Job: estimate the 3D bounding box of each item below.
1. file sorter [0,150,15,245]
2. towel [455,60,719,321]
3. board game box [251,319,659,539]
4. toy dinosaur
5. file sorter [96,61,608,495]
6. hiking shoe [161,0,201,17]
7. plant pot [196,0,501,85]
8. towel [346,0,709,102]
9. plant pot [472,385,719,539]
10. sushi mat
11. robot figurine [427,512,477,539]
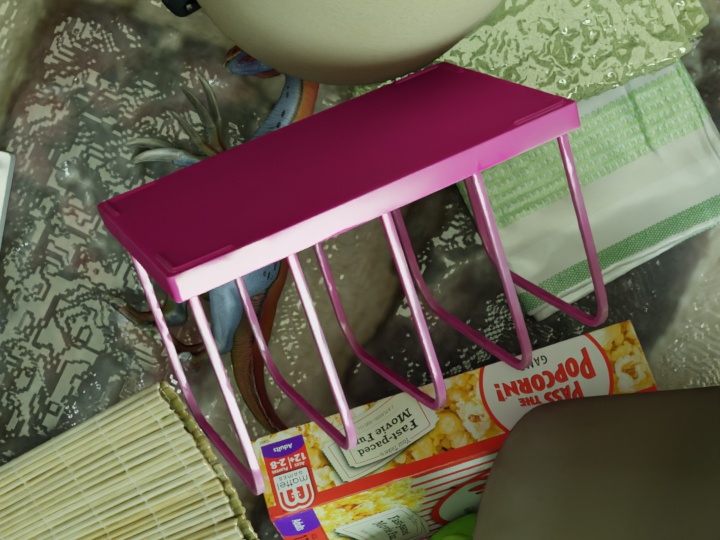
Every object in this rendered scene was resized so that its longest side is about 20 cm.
[{"bbox_3d":[-0.279,0.022,0.756,0.138,0.125,0.201,10,93,-3],"label":"file sorter"},{"bbox_3d":[0.117,-0.090,0.810,0.149,0.031,0.200,-28,94,-1],"label":"towel"},{"bbox_3d":[0.054,0.102,0.759,0.199,0.152,0.046,-18,64,0],"label":"board game box"},{"bbox_3d":[-0.067,-0.037,0.804,0.182,0.105,0.200,-51,128,-8],"label":"toy dinosaur"},{"bbox_3d":[0.000,0.000,0.689,0.200,0.139,0.126,-24,113,-15],"label":"file sorter"},{"bbox_3d":[-0.113,-0.188,0.756,0.199,0.076,0.101,-1,75,9],"label":"hiking shoe"},{"bbox_3d":[0.015,-0.181,0.642,0.187,0.200,0.188,-1,96,-14],"label":"plant pot"},{"bbox_3d":[0.076,-0.150,0.780,0.199,0.036,0.149,-25,92,2],"label":"towel"},{"bbox_3d":[0.150,0.127,0.611,0.173,0.200,0.201,9,94,32],"label":"plant pot"},{"bbox_3d":[-0.140,0.130,0.763,0.200,0.012,0.096,-28,93,40],"label":"sushi mat"},{"bbox_3d":[0.098,0.199,0.763,0.200,0.175,0.116,24,58,-35],"label":"robot figurine"}]
